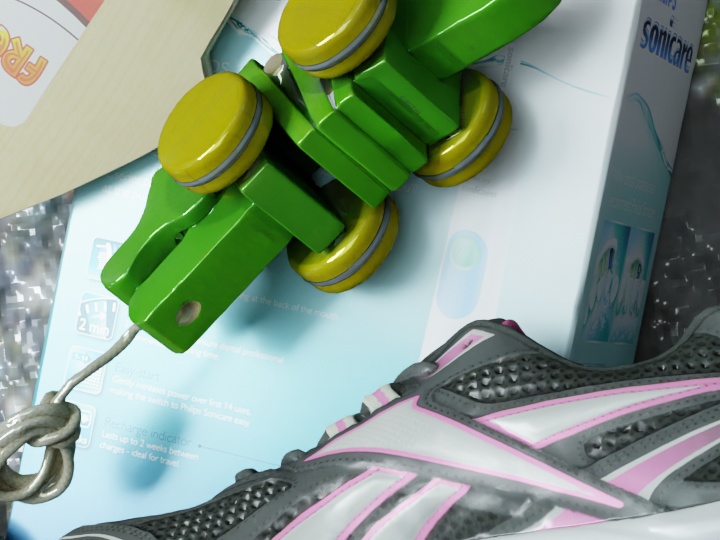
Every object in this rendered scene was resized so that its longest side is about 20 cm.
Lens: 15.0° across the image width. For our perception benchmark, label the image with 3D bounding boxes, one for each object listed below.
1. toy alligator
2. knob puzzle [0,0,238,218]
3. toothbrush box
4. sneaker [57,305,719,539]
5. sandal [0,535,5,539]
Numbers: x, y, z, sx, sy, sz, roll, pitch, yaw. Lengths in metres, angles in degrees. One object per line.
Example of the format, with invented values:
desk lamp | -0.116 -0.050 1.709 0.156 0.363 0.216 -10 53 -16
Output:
toy alligator | -0.028 -0.023 0.687 0.200 0.059 0.054 -43 34 13
knob puzzle | -0.120 -0.099 0.722 0.219 0.030 0.220 2 104 9
toothbrush box | 0.000 0.000 0.745 0.146 0.085 0.201 11 92 18
sneaker | 0.021 0.057 0.666 0.199 0.080 0.087 -7 65 15
sandal | -0.190 0.096 0.717 0.200 0.057 0.080 -2 69 1
